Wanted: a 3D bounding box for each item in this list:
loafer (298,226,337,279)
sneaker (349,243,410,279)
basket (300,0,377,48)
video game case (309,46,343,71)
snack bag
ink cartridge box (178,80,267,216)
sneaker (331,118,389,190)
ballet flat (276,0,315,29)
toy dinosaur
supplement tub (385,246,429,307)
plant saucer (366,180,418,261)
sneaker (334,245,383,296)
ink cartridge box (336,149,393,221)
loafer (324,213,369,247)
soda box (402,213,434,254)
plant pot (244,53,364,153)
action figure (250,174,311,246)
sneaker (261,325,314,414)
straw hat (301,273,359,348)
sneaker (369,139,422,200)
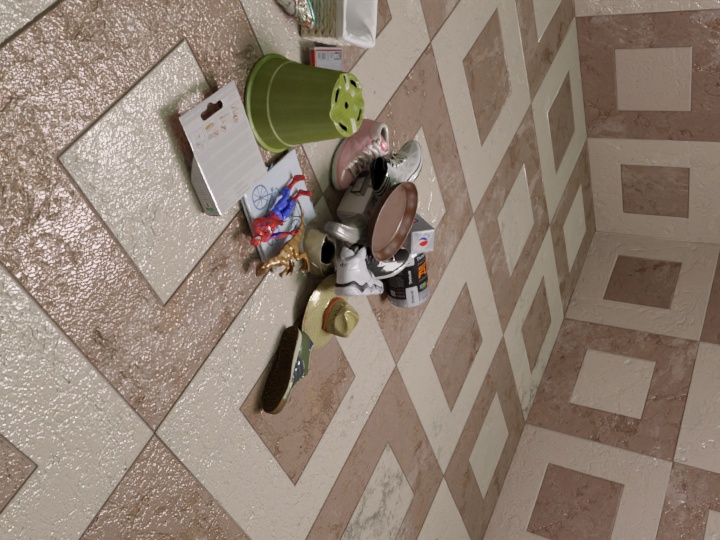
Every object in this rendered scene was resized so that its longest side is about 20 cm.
[{"bbox_3d":[-0.087,-0.032,1.593,0.076,0.067,0.200,-70,156,-17],"label":"loafer"},{"bbox_3d":[0.041,-0.032,1.719,0.198,0.071,0.100,-18,143,-17],"label":"sneaker"},{"bbox_3d":[-0.046,-0.590,1.483,0.135,0.122,0.203,-13,109,-57],"label":"basket"},{"bbox_3d":[-0.074,-0.402,1.566,0.143,0.017,0.203,-34,126,-61],"label":"video game case"},{"bbox_3d":[-0.175,-0.142,1.481,0.200,0.021,0.190,-52,139,-39],"label":"snack bag"},{"bbox_3d":[-0.265,-0.229,1.294,0.161,0.050,0.202,-50,133,-40],"label":"ink cartridge box"},{"bbox_3d":[0.006,-0.282,1.665,0.202,0.104,0.075,-67,149,-21],"label":"sneaker"},{"bbox_3d":[-0.150,-0.580,1.385,0.063,0.076,0.202,-27,121,-16],"label":"ballet flat"},{"bbox_3d":[-0.147,-0.047,1.477,0.201,0.060,0.107,-56,141,-34],"label":"toy dinosaur"},{"bbox_3d":[0.123,-0.010,1.907,0.122,0.121,0.202,-42,132,-46],"label":"supplement tub"},{"bbox_3d":[0.071,-0.120,1.622,0.200,0.034,0.202,-44,148,-36],"label":"plant saucer"},{"bbox_3d":[0.000,0.000,1.622,0.199,0.074,0.117,-2,92,-65],"label":"sneaker"},{"bbox_3d":[0.035,-0.185,1.752,0.146,0.083,0.202,52,55,-50],"label":"ink cartridge box"},{"bbox_3d":[-0.015,-0.099,1.595,0.199,0.069,0.071,6,103,-62],"label":"loafer"},{"bbox_3d":[0.122,-0.114,1.804,0.067,0.200,0.064,-9,119,-19],"label":"soda box"},{"bbox_3d":[-0.099,-0.338,1.396,0.199,0.188,0.203,-19,113,-55],"label":"plant pot"},{"bbox_3d":[-0.150,-0.116,1.422,0.201,0.098,0.066,-53,139,-34],"label":"action figure"},{"bbox_3d":[-0.153,0.235,1.563,0.090,0.066,0.203,36,63,-50],"label":"sneaker"},{"bbox_3d":[-0.049,0.114,1.648,0.201,0.084,0.203,-41,144,-40],"label":"straw hat"},{"bbox_3d":[0.087,-0.256,1.662,0.202,0.075,0.116,-64,149,-21],"label":"sneaker"}]
